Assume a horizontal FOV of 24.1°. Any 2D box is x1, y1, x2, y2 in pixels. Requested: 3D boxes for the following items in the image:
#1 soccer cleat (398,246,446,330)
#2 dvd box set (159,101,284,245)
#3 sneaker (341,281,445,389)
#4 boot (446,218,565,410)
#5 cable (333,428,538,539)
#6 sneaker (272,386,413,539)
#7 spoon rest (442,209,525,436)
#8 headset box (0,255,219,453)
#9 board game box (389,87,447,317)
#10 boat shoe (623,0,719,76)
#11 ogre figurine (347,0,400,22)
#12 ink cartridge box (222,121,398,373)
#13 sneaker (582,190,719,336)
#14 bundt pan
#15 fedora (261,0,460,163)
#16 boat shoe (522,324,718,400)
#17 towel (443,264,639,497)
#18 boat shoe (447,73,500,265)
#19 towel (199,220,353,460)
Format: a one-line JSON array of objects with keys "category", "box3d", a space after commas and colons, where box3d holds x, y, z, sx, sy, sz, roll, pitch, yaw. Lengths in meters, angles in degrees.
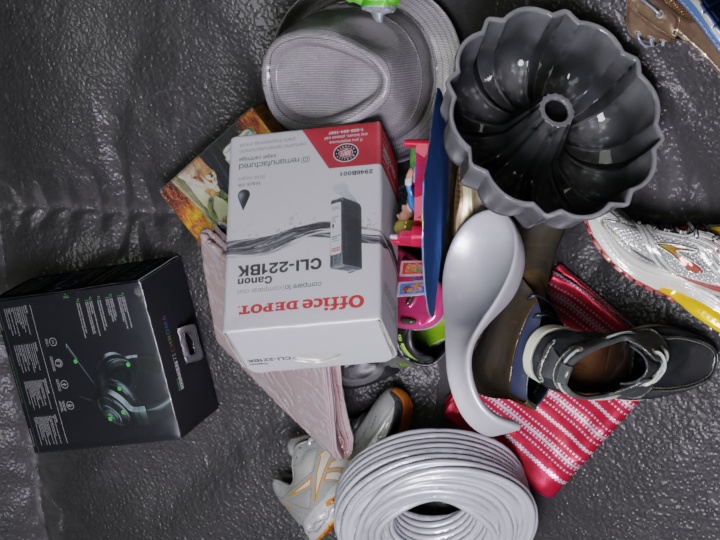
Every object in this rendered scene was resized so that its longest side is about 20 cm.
[{"category": "soccer cleat", "box3d": [0.000, 0.000, 1.588, 0.199, 0.086, 0.070, 24, 91, 20]}, {"category": "dvd box set", "box3d": [-0.090, -0.044, 1.676, 0.146, 0.029, 0.201, -37, 90, 28]}, {"category": "sneaker", "box3d": [0.044, 0.060, 1.623, 0.199, 0.083, 0.071, -26, 95, 28]}, {"category": "boot", "box3d": [0.162, 0.029, 1.533, 0.097, 0.074, 0.201, 28, 95, 44]}, {"category": "cable", "box3d": [0.072, 0.235, 1.636, 0.198, 0.070, 0.201, -9, 133, 7]}, {"category": "sneaker", "box3d": [-0.026, 0.183, 1.703, 0.092, 0.076, 0.201, 40, 117, 11]}, {"category": "spoon rest", "box3d": [0.107, 0.042, 1.484, 0.099, 0.060, 0.202, -22, 62, 48]}, {"category": "headset box", "box3d": [-0.259, 0.087, 1.757, 0.198, 0.093, 0.176, -9, 103, 25]}, {"category": "board game box", "box3d": [0.049, -0.062, 1.489, 0.039, 0.201, 0.159, 1, 137, 8]}, {"category": "boat shoe", "box3d": [0.263, -0.230, 1.446, 0.072, 0.072, 0.201, -43, 78, 33]}, {"category": "ogre figurine", "box3d": [0.029, -0.314, 1.503, 0.200, 0.098, 0.120, -41, 74, -3]}, {"category": "ink cartridge box", "box3d": [-0.042, -0.021, 1.505, 0.143, 0.084, 0.202, -5, 63, 11]}, {"category": "sneaker", "box3d": [0.288, -0.018, 1.505, 0.199, 0.078, 0.083, 30, 110, 3]}, {"category": "bundt pan", "box3d": [0.158, -0.123, 1.466, 0.202, 0.202, 0.076, 44, 154, 4]}, {"category": "fedora", "box3d": [-0.012, -0.179, 1.553, 0.198, 0.090, 0.179, 9, 106, 26]}, {"category": "boat shoe", "box3d": [0.243, 0.087, 1.496, 0.067, 0.198, 0.073, 21, 106, 60]}, {"category": "towel", "box3d": [0.184, 0.110, 1.615, 0.144, 0.022, 0.200, 40, 118, 6]}, {"category": "boat shoe", "box3d": [0.122, -0.084, 1.558, 0.071, 0.072, 0.202, 3, 103, -3]}, {"category": "towel", "box3d": [-0.080, 0.069, 1.629, 0.200, 0.032, 0.192, 43, 154, 30]}]
